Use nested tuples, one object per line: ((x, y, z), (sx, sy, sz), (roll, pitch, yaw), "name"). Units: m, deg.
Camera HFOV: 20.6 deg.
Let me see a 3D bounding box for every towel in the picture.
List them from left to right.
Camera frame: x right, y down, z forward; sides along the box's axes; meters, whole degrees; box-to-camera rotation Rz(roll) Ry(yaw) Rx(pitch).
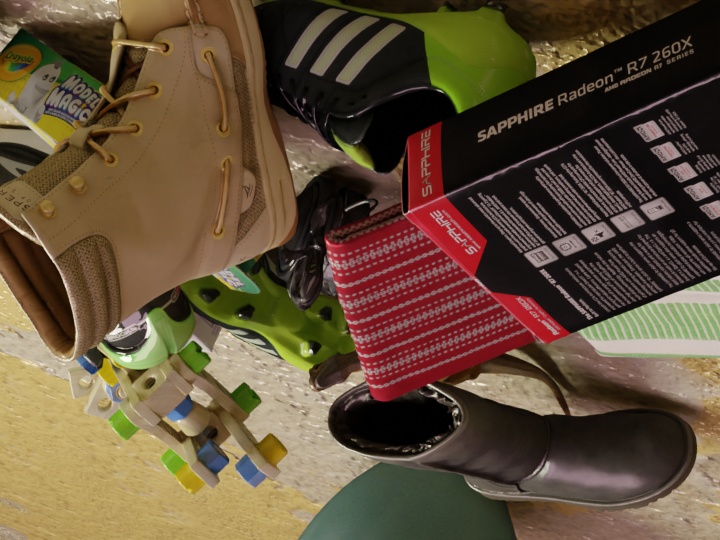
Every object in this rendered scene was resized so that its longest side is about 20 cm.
((0.059, 0.003, 1.098), (0.144, 0.023, 0.200), (-22, 151, -3), "towel")
((0.159, 0.013, 1.066), (0.152, 0.024, 0.200), (1, 163, 29), "towel")

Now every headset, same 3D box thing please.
((0.000, 0.000, 1.170), (0.123, 0.095, 0.200), (16, 169, 15), "headset")

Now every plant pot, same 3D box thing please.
((0.049, 0.225, 1.591), (0.199, 0.135, 0.200), (20, 158, 8), "plant pot")

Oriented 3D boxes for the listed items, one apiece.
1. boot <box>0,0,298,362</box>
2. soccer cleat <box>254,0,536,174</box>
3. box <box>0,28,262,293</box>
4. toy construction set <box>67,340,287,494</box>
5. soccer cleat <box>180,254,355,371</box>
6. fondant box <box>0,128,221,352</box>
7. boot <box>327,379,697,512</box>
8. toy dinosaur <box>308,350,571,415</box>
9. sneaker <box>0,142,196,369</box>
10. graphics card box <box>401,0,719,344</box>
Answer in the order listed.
((-0.121, -0.073, 0.955), (0.073, 0.155, 0.201), (13, 126, 47), "boot")
((-0.006, -0.091, 0.979), (0.199, 0.081, 0.068), (5, 153, 38), "soccer cleat")
((-0.127, -0.061, 1.119), (0.117, 0.048, 0.200), (43, 177, -41), "box")
((-0.133, 0.064, 1.271), (0.131, 0.092, 0.200), (44, 170, -31), "toy construction set")
((-0.083, 0.012, 1.303), (0.081, 0.068, 0.200), (7, 156, 47), "soccer cleat")
((-0.195, -0.021, 1.364), (0.144, 0.059, 0.200), (6, 154, 35), "fondant box")
((0.100, 0.103, 1.257), (0.181, 0.073, 0.200), (-12, 155, 24), "boot")
((0.066, 0.056, 1.298), (0.199, 0.061, 0.106), (5, 164, -15), "toy dinosaur")
((-0.168, -0.026, 1.168), (0.200, 0.077, 0.084), (37, 155, 31), "sneaker")
((0.133, -0.047, 0.886), (0.199, 0.051, 0.125), (-23, 135, 28), "graphics card box")
